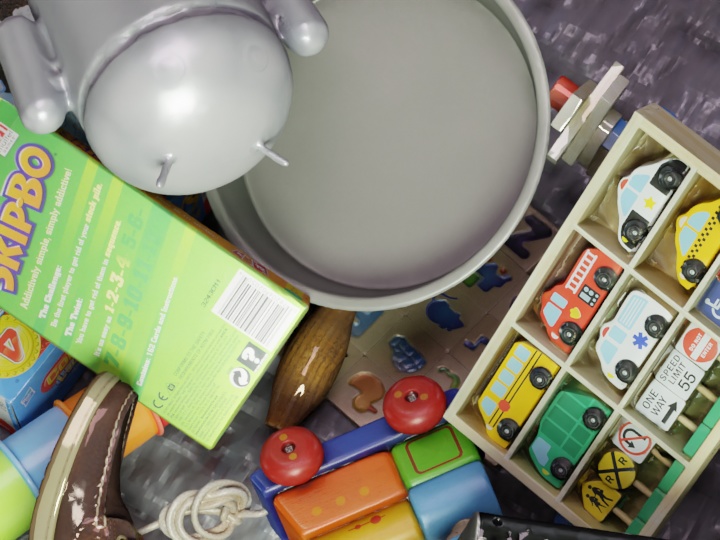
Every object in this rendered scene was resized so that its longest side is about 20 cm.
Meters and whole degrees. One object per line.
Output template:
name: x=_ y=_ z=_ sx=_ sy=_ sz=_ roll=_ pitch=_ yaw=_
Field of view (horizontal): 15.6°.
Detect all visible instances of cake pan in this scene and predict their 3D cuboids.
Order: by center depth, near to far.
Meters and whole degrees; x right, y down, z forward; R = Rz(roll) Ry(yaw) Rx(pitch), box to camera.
cake pan: x=0.010 y=-0.077 z=1.412 sx=0.199 sy=0.037 sz=0.202 roll=-2 pitch=83 yaw=19

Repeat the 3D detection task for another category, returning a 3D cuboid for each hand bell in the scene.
hand bell: x=0.000 y=0.000 z=1.459 sx=0.104 sy=0.104 sz=0.201 roll=23 pitch=79 yaw=14

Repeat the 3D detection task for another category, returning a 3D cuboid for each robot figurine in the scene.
robot figurine: x=-0.104 y=-0.121 z=1.373 sx=0.169 sy=0.113 sz=0.201 roll=-18 pitch=54 yaw=-11

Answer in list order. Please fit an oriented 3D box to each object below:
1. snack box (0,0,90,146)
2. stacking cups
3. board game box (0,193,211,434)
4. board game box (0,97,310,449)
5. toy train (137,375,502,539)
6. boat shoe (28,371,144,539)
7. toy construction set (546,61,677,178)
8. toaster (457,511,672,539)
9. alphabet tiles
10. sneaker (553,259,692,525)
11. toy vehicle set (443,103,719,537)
snack box: x=-0.206 y=-0.113 z=1.455 sx=0.115 sy=0.037 sz=0.201 roll=-6 pitch=64 yaw=2
stacking cups: x=-0.166 y=0.106 z=1.429 sx=0.199 sy=0.061 sz=0.061 roll=-33 pitch=66 yaw=-14
board game box: x=-0.210 y=-0.036 z=1.502 sx=0.195 sy=0.056 sz=0.200 roll=30 pitch=69 yaw=17
board game box: x=-0.134 y=-0.001 z=1.387 sx=0.199 sy=0.030 sz=0.096 roll=34 pitch=100 yaw=-6
toy train: x=-0.019 y=0.147 z=1.367 sx=0.199 sy=0.085 sz=0.116 roll=-22 pitch=47 yaw=-2
boat shoe: x=-0.136 y=0.155 z=1.370 sx=0.072 sy=0.072 sz=0.201 roll=14 pitch=89 yaw=4
toy construction set: x=0.169 y=-0.028 z=1.429 sx=0.200 sy=0.092 sz=0.131 roll=49 pitch=34 yaw=-4
toaster: x=0.125 y=0.217 z=1.250 sx=0.199 sy=0.119 sz=0.182 roll=8 pitch=77 yaw=-7
alphabet tiles: x=0.037 y=0.016 z=1.488 sx=0.200 sy=0.008 sz=0.167 roll=40 pitch=72 yaw=20
sneaker: x=0.131 y=0.058 z=1.379 sx=0.089 sy=0.201 sz=0.078 roll=25 pitch=24 yaw=26
toy vehicle set: x=0.139 y=0.034 z=1.306 sx=0.124 sy=0.201 sz=0.026 roll=38 pitch=28 yaw=14
